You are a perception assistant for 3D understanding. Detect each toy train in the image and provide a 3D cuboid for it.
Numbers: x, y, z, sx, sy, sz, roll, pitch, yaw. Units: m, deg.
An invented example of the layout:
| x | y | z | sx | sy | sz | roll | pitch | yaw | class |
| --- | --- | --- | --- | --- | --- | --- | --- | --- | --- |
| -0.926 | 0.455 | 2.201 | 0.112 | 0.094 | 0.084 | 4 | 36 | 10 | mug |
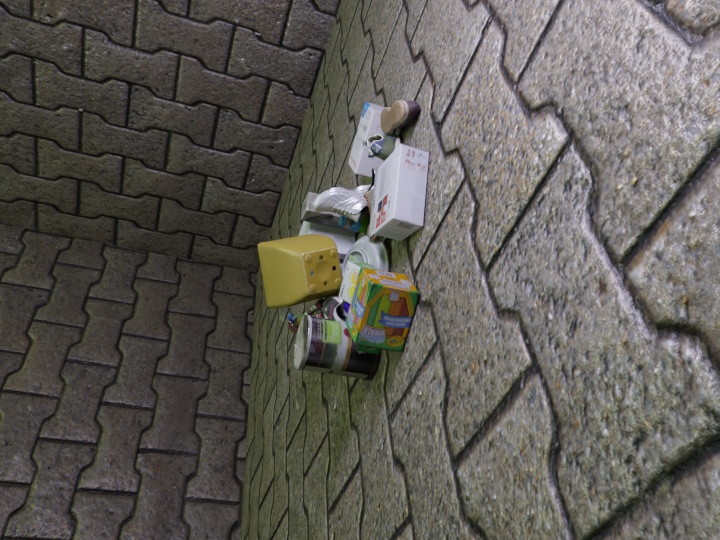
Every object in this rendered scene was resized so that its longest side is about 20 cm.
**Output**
| x | y | z | sx | sy | sz | roll | pitch | yaw | class |
| --- | --- | --- | --- | --- | --- | --- | --- | --- | --- |
| 0.002 | -0.211 | 1.810 | 0.085 | 0.115 | 0.201 | 143 | 135 | -66 | toy train |

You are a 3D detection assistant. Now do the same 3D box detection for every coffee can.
| x | y | z | sx | sy | sz | roll | pitch | yaw | class |
| --- | --- | --- | --- | --- | --- | --- | --- | --- | --- |
| -0.062 | 0.204 | 1.601 | 0.146 | 0.199 | 0.147 | -169 | 90 | -74 | coffee can |

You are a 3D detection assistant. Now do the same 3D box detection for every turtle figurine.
| x | y | z | sx | sy | sz | roll | pitch | yaw | class |
| --- | --- | --- | --- | --- | --- | --- | --- | --- | --- |
| -0.136 | 0.196 | 2.086 | 0.194 | 0.200 | 0.144 | 25 | 81 | 53 | turtle figurine |

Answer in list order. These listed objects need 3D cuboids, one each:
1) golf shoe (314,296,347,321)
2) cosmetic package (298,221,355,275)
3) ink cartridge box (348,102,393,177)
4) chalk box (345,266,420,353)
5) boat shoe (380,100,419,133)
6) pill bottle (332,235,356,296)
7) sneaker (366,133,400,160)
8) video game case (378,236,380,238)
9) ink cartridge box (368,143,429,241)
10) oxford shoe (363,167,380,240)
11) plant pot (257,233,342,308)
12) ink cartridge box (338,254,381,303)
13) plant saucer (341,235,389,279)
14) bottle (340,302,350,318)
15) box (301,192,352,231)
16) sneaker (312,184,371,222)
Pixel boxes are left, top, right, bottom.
| x | y | z | sx | sy | sz | roll | pitch | yaw | class |
| --- | --- | --- | --- | --- | --- | --- | --- | --- | --- |
| -0.068 | 0.172 | 1.699 | 0.088 | 0.077 | 0.201 | -11 | 94 | 33 | golf shoe |
| -0.118 | -0.077 | 2.038 | 0.168 | 0.166 | 0.201 | 118 | 158 | -45 | cosmetic package |
| 0.036 | -0.403 | 1.876 | 0.146 | 0.084 | 0.201 | -112 | 35 | -62 | ink cartridge box |
| 0.044 | 0.112 | 1.444 | 0.124 | 0.124 | 0.201 | -123 | 45 | -68 | chalk box |
| 0.108 | -0.431 | 1.692 | 0.200 | 0.064 | 0.072 | 176 | 87 | -74 | boat shoe |
| -0.067 | -0.008 | 1.881 | 0.113 | 0.112 | 0.201 | -96 | 16 | -45 | pill bottle |
| 0.061 | -0.361 | 1.711 | 0.067 | 0.090 | 0.200 | -61 | 13 | 22 | sneaker |
| 0.086 | -0.211 | 1.692 | 0.182 | 0.023 | 0.201 | 142 | 136 | -66 | video game case |
| 0.095 | -0.188 | 1.534 | 0.176 | 0.083 | 0.201 | 147 | 133 | -66 | ink cartridge box |
| 0.038 | -0.183 | 1.653 | 0.070 | 0.074 | 0.201 | 176 | 107 | -72 | oxford shoe |
| -0.154 | 0.000 | 1.730 | 0.200 | 0.195 | 0.195 | 1 | 101 | 58 | plant pot |
| 0.003 | 0.038 | 1.584 | 0.200 | 0.059 | 0.104 | 29 | 110 | 42 | ink cartridge box |
| -0.001 | -0.002 | 1.679 | 0.200 | 0.050 | 0.201 | -17 | 68 | 48 | plant saucer |
| -0.042 | 0.181 | 1.772 | 0.083 | 0.065 | 0.201 | 41 | 124 | 37 | bottle |
| -0.084 | -0.184 | 1.932 | 0.082 | 0.199 | 0.069 | 132 | 145 | -62 | box |
| -0.036 | -0.182 | 1.720 | 0.078 | 0.199 | 0.100 | 84 | 177 | -69 | sneaker |
